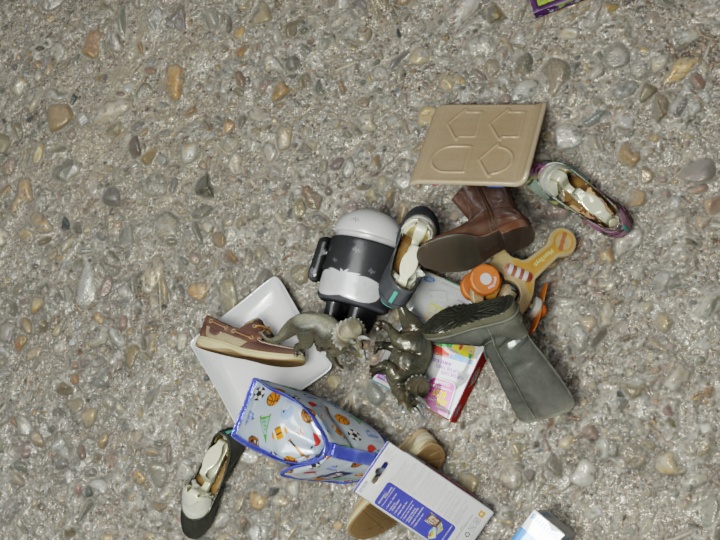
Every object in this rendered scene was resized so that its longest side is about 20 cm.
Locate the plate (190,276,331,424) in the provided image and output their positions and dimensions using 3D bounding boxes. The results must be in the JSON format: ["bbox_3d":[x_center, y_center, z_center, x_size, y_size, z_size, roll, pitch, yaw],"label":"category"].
[{"bbox_3d":[-0.167,0.144,1.750,0.200,0.032,0.200,-38,67,9],"label":"plate"}]

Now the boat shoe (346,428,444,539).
[{"bbox_3d":[0.050,0.336,1.611,0.200,0.071,0.065,-46,31,3],"label":"boat shoe"}]

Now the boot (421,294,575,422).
[{"bbox_3d":[0.207,0.141,1.550,0.181,0.200,0.073,-11,33,39],"label":"boot"}]

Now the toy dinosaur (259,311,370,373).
[{"bbox_3d":[-0.062,0.099,1.618,0.200,0.102,0.077,19,44,23],"label":"toy dinosaur"}]

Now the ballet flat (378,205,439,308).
[{"bbox_3d":[0.083,-0.032,1.592,0.073,0.073,0.200,9,56,22],"label":"ballet flat"}]

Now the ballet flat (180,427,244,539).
[{"bbox_3d":[-0.260,0.352,1.716,0.068,0.068,0.200,22,86,23],"label":"ballet flat"}]

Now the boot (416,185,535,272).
[{"bbox_3d":[0.161,-0.081,1.597,0.186,0.064,0.200,-10,32,-4],"label":"boot"}]

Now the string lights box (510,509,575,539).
[{"bbox_3d":[0.223,0.443,1.494,0.059,0.103,0.200,38,93,24],"label":"string lights box"}]

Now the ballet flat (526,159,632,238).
[{"bbox_3d":[0.335,-0.120,1.600,0.200,0.071,0.069,39,94,24],"label":"ballet flat"}]

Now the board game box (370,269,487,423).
[{"bbox_3d":[0.126,0.119,1.640,0.153,0.040,0.200,26,88,24],"label":"board game box"}]

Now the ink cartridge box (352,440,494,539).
[{"bbox_3d":[0.095,0.347,1.554,0.200,0.037,0.095,35,92,-7],"label":"ink cartridge box"}]

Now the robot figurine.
[{"bbox_3d":[0.002,0.001,1.672,0.150,0.125,0.201,16,82,-14],"label":"robot figurine"}]

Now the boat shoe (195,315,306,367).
[{"bbox_3d":[-0.179,0.113,1.708,0.199,0.072,0.072,8,77,25],"label":"boat shoe"}]

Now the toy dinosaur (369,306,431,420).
[{"bbox_3d":[0.070,0.132,1.599,0.102,0.077,0.201,9,69,5],"label":"toy dinosaur"}]

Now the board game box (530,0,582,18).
[{"bbox_3d":[0.368,-0.508,1.702,0.199,0.032,0.120,-18,76,15],"label":"board game box"}]

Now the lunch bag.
[{"bbox_3d":[-0.070,0.260,1.584,0.200,0.170,0.124,17,86,42],"label":"lunch bag"}]

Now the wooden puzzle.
[{"bbox_3d":[0.193,-0.196,1.656,0.199,0.046,0.186,0,49,25],"label":"wooden puzzle"}]

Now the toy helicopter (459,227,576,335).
[{"bbox_3d":[0.259,0.012,1.578,0.200,0.079,0.132,-39,86,-13],"label":"toy helicopter"}]
